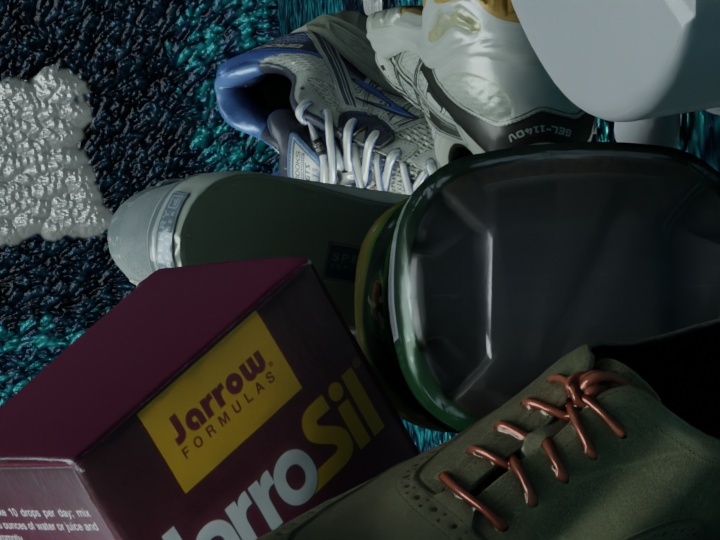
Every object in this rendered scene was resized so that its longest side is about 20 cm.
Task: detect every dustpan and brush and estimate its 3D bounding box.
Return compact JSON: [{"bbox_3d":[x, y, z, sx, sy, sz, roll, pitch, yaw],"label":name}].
[{"bbox_3d":[0.076,-0.079,0.784,0.200,0.057,0.140,95,153,-57],"label":"dustpan and brush"}]

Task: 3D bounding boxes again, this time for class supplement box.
[{"bbox_3d":[-0.028,0.108,0.859,0.086,0.110,0.200,-5,120,52],"label":"supplement box"}]

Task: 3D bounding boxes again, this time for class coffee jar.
[{"bbox_3d":[0.054,0.010,0.849,0.200,0.104,0.086,148,119,-86],"label":"coffee jar"}]

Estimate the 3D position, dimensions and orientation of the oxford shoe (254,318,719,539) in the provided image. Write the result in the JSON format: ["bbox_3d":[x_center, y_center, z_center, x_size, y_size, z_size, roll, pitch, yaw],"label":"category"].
[{"bbox_3d":[0.036,0.052,0.642,0.070,0.200,0.075,40,134,33],"label":"oxford shoe"}]

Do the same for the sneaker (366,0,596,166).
[{"bbox_3d":[0.045,-0.062,1.046,0.200,0.075,0.088,-167,71,-86],"label":"sneaker"}]

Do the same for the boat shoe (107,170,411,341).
[{"bbox_3d":[-0.001,0.001,0.984,0.071,0.200,0.070,10,86,54],"label":"boat shoe"}]

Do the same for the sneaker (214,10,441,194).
[{"bbox_3d":[0.005,-0.044,1.167,0.200,0.085,0.077,37,129,46],"label":"sneaker"}]
